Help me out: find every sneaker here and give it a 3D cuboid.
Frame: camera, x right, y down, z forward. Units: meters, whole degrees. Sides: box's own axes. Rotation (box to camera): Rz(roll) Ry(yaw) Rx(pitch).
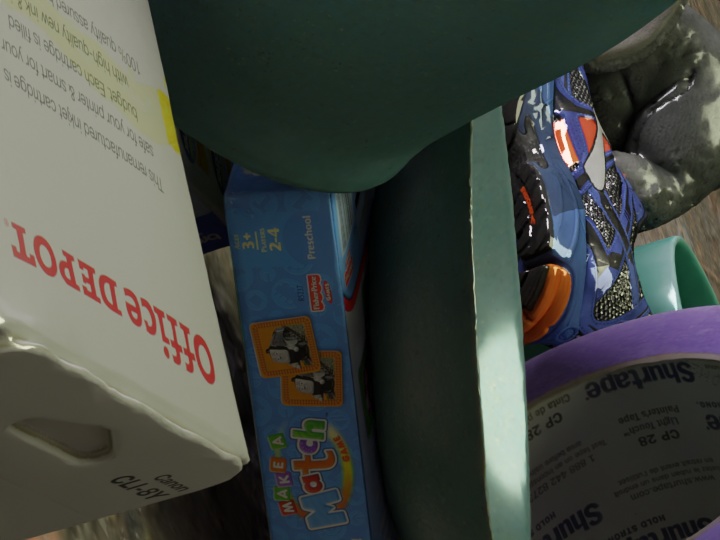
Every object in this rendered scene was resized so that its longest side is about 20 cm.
[{"bbox_3d":[0.080,-0.036,1.226,0.078,0.075,0.201,29,41,-29],"label":"sneaker"}]

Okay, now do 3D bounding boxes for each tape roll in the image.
[{"bbox_3d":[0.103,0.103,1.038,0.200,0.199,0.085,-84,152,-61],"label":"tape roll"}]

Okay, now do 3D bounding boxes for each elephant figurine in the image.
[{"bbox_3d":[0.100,-0.119,1.341,0.155,0.141,0.201,-30,101,-42],"label":"elephant figurine"}]

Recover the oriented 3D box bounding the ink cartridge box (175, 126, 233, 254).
[{"bbox_3d":[-0.084,-0.081,0.885,0.200,0.042,0.120,45,30,-57],"label":"ink cartridge box"}]

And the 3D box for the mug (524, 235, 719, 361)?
[{"bbox_3d":[0.108,0.064,1.294,0.185,0.114,0.153,57,20,-44],"label":"mug"}]

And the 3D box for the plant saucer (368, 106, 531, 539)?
[{"bbox_3d":[0.028,0.027,0.916,0.201,0.038,0.202,-3,90,-83],"label":"plant saucer"}]

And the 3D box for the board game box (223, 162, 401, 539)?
[{"bbox_3d":[-0.007,0.035,0.929,0.151,0.036,0.201,-80,164,-64],"label":"board game box"}]

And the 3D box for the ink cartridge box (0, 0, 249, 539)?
[{"bbox_3d":[-0.105,-0.048,0.660,0.145,0.083,0.201,38,35,-66],"label":"ink cartridge box"}]

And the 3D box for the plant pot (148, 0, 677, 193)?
[{"bbox_3d":[0.015,-0.128,0.791,0.200,0.188,0.200,30,32,-21],"label":"plant pot"}]
